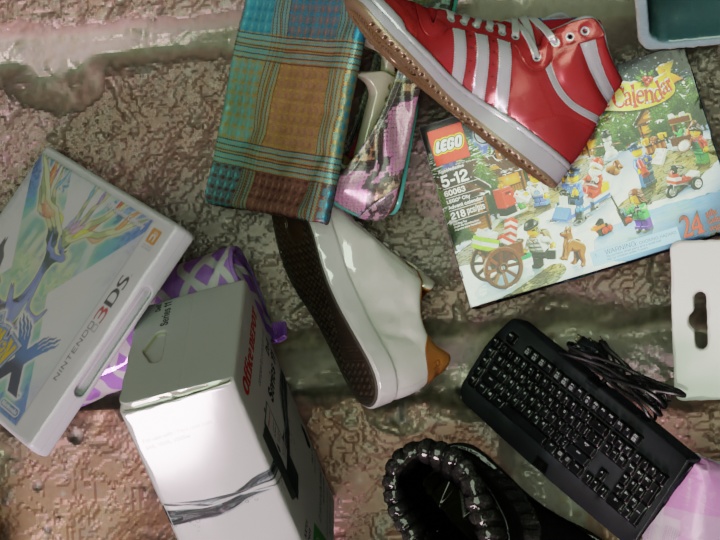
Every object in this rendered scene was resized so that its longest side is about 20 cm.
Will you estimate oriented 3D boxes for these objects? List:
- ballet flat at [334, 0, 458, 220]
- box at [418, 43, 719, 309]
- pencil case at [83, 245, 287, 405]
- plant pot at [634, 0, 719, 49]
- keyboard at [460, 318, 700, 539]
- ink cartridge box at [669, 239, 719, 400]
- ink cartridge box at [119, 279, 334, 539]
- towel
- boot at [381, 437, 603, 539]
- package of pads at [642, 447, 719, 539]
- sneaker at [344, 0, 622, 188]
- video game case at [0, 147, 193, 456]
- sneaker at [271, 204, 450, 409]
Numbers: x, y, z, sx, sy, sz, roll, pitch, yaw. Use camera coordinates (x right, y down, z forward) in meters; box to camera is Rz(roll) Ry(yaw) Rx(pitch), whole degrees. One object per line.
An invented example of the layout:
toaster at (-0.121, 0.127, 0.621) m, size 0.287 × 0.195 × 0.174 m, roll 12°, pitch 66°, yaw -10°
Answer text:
ballet flat at (0.016, -0.137, 1.376) m, size 0.071 × 0.069 × 0.201 m, roll 18°, pitch 83°, yaw -19°
box at (0.155, -0.065, 1.381) m, size 0.199 × 0.038 × 0.137 m, roll -17°, pitch 86°, yaw 9°
pencil case at (-0.161, 0.052, 1.413) m, size 0.199 × 0.084 × 0.086 m, roll -21°, pitch 120°, yaw 11°
plant pot at (0.275, -0.291, 1.292) m, size 0.194 × 0.197 × 0.201 m, roll -3°, pitch 66°, yaw 10°
keyboard at (0.146, 0.092, 1.326) m, size 0.104 × 0.040 × 0.200 m, roll -55°, pitch 47°, yaw 4°
ink cartridge box at (0.316, 0.032, 1.335) m, size 0.199 × 0.068 × 0.117 m, roll -1°, pitch 88°, yaw 9°
ink cartridge box at (-0.087, 0.129, 1.325) m, size 0.083 × 0.147 × 0.201 m, roll -17°, pitch 117°, yaw 8°
towel at (-0.051, -0.139, 1.384) m, size 0.146 × 0.022 × 0.201 m, roll 11°, pitch 90°, yaw 51°
boot at (0.108, 0.195, 1.320) m, size 0.211 × 0.158 × 0.080 m, roll 36°, pitch 91°, yaw 10°
package of pads at (0.247, 0.225, 1.320) m, size 0.120 × 0.076 × 0.201 m, roll 9°, pitch 90°, yaw -20°
sneaker at (0.091, -0.159, 1.321) m, size 0.200 × 0.071 × 0.113 m, roll 38°, pitch 91°, yaw -18°
video game case at (-0.225, 0.016, 1.381) m, size 0.200 × 0.022 × 0.183 m, roll 29°, pitch 83°, yaw 49°
sneaker at (0.000, 0.000, 1.404) m, size 0.084 × 0.073 × 0.201 m, roll -18°, pitch 75°, yaw -26°
